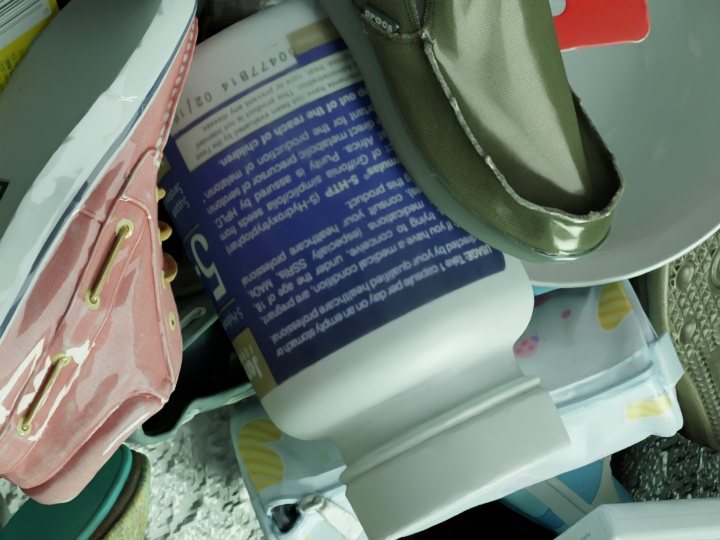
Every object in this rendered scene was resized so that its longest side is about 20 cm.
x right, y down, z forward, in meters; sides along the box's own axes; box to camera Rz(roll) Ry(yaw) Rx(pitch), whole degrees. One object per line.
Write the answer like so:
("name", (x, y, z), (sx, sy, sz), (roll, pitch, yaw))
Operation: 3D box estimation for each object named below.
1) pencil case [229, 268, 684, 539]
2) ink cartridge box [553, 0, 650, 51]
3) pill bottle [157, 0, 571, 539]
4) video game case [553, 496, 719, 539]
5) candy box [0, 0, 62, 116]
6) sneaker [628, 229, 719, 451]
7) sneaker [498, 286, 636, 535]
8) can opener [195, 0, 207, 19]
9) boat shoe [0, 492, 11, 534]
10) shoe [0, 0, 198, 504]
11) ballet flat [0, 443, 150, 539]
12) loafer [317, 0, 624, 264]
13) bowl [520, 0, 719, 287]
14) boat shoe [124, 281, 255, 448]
("pencil case", (0.041, 0.067, 1.041), (0.199, 0.091, 0.084), (-21, 84, -2))
("ink cartridge box", (0.059, -0.185, 0.957), (0.115, 0.067, 0.202), (-7, 99, 0))
("pill bottle", (0.000, 0.000, 0.939), (0.119, 0.120, 0.201), (-21, 81, -38))
("video game case", (0.127, 0.167, 1.195), (0.199, 0.022, 0.182), (3, 145, -46))
("candy box", (-0.149, -0.053, 0.903), (0.102, 0.026, 0.201), (-37, 129, -28))
("sneaker", (0.150, 0.015, 1.177), (0.070, 0.075, 0.201), (-43, 142, -21))
("sneaker", (0.105, 0.060, 1.169), (0.200, 0.079, 0.131), (38, 80, -47))
("can opener", (-0.064, -0.170, 0.924), (0.052, 0.066, 0.201), (8, 108, -49))
("boat shoe", (-0.189, 0.081, 0.889), (0.074, 0.067, 0.200), (-57, 137, -10))
("shoe", (-0.099, -0.014, 0.884), (0.091, 0.071, 0.201), (38, 74, -36))
("ballet flat", (-0.126, 0.143, 0.889), (0.200, 0.070, 0.071), (-54, 143, -54))
("loafer", (0.037, -0.092, 0.887), (0.201, 0.070, 0.075), (54, 45, -3))
("bowl", (0.087, -0.096, 1.048), (0.199, 0.090, 0.203), (0, 95, -2))
("boat shoe", (-0.043, 0.030, 1.018), (0.199, 0.062, 0.073), (-19, 119, -39))
